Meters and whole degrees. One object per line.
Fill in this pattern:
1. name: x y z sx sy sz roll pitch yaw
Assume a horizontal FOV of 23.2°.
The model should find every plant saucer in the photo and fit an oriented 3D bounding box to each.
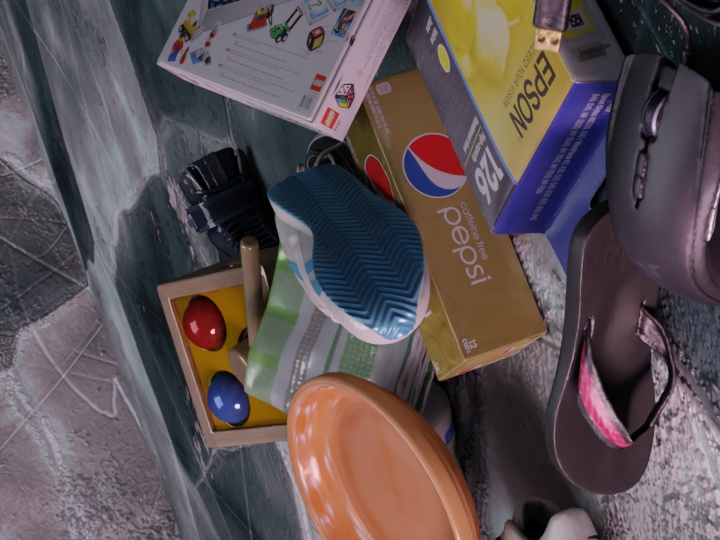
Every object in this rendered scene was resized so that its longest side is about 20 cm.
1. plant saucer: 0.020 0.161 1.251 0.200 0.037 0.200 37 140 39

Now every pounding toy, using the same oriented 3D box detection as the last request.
1. pounding toy: -0.081 0.054 1.524 0.200 0.142 0.184 -11 99 48

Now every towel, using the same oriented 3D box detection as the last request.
1. towel: -0.015 0.050 1.339 0.200 0.031 0.149 17 91 49

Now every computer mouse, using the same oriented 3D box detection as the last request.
1. computer mouse: 0.128 -0.073 0.858 0.140 0.046 0.200 34 142 38

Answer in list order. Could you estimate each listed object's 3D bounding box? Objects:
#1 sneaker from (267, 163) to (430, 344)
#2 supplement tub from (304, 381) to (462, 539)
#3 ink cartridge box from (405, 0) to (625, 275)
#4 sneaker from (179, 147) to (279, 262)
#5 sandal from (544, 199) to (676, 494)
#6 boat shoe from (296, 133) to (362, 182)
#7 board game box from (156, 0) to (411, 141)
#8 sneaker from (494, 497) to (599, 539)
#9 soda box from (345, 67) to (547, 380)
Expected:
1. sneaker: 0.000 0.000 1.166 0.200 0.076 0.081 -124 14 -59
2. supplement tub: 0.023 0.194 1.415 0.132 0.132 0.200 -139 35 -61
3. ink cartridge box: 0.094 -0.104 1.007 0.198 0.047 0.200 112 140 -65
4. sneaker: -0.118 -0.046 1.712 0.202 0.077 0.146 -173 63 -74
5. sandal: 0.144 0.054 0.971 0.045 0.075 0.200 38 142 43
6. boat shoe: -0.015 -0.061 1.369 0.199 0.068 0.074 -136 32 -59
7. board game box: -0.053 -0.173 1.211 0.200 0.035 0.126 26 89 49
8. sneaker: 0.125 0.202 1.214 0.200 0.074 0.089 142 118 -67
9. soda box: 0.053 -0.033 1.182 0.068 0.064 0.200 131 119 -71
